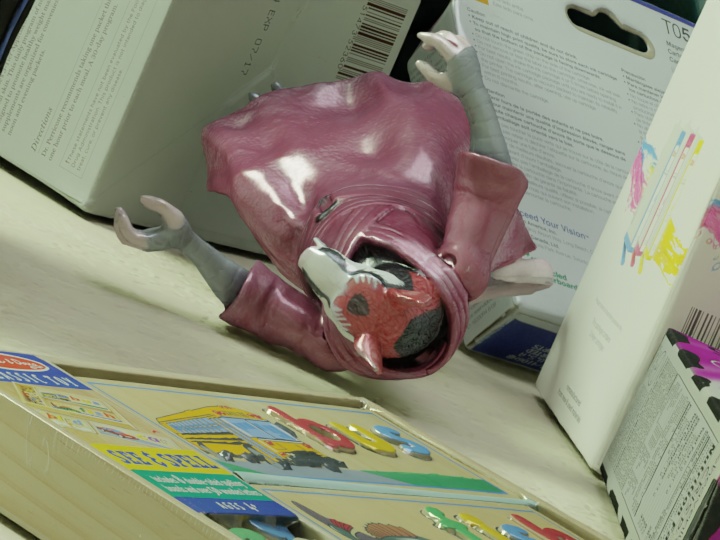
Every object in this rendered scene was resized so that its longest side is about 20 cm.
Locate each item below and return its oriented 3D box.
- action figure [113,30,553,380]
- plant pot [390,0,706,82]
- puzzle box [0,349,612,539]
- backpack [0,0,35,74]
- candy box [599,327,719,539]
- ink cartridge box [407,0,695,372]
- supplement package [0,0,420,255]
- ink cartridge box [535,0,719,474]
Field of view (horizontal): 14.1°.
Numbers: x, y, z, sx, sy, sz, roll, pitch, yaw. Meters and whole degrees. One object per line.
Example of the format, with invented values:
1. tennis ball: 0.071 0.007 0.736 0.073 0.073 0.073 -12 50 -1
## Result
1. action figure: 0.000 0.000 1.017 0.200 0.133 0.150 -101 168 -66
2. plant pot: 0.033 -0.102 1.385 0.199 0.201 0.196 19 2 -32
3. puzzle box: -0.007 0.062 0.713 0.133 0.026 0.200 28 9 30
4. backpack: -0.189 -0.134 0.874 0.199 0.183 0.135 23 5 -22
5. candy box: 0.154 0.085 0.912 0.136 0.061 0.200 24 8 -4
6. ink cartridge box: 0.110 -0.035 1.256 0.196 0.043 0.201 18 48 -36
7. supplement package: -0.093 -0.137 1.174 0.200 0.192 0.147 30 9 36
8. ink cartridge box: 0.169 -0.010 1.070 0.128 0.201 0.125 23 8 -10
